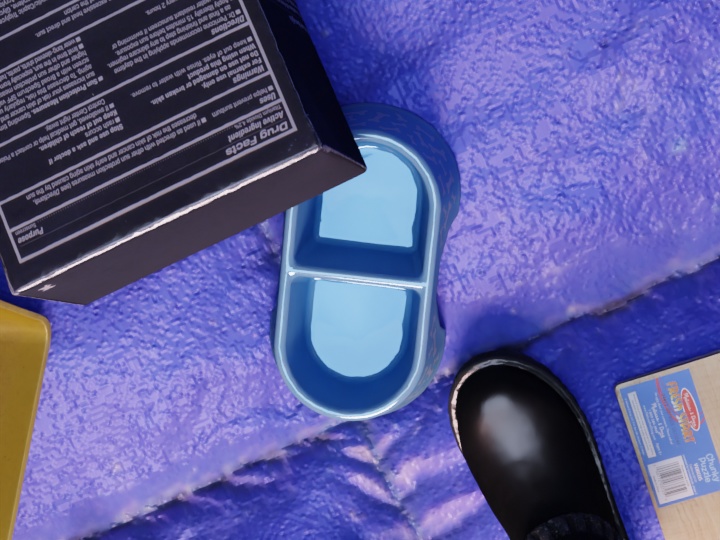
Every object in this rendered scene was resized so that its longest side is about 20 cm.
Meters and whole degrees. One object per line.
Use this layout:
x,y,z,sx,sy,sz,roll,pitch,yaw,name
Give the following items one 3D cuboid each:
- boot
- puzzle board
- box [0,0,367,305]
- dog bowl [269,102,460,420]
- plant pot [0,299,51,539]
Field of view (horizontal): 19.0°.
0.118,0.156,1.278,0.079,0.158,0.211,-28,98,11,boot
0.260,0.139,1.334,0.151,0.017,0.200,-18,99,10,puzzle board
-0.132,-0.109,1.245,0.200,0.123,0.199,-24,80,11,box
0.000,0.000,1.313,0.111,0.050,0.200,7,103,4,dog bowl
-0.324,0.099,1.280,0.176,0.200,0.200,6,80,21,plant pot
